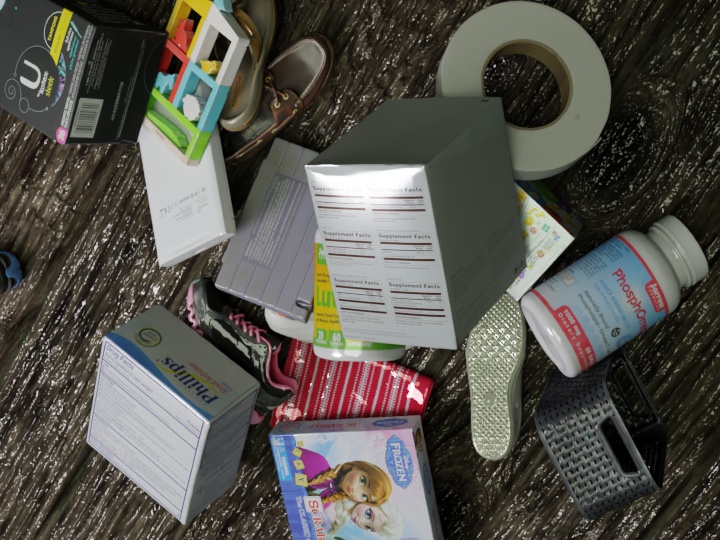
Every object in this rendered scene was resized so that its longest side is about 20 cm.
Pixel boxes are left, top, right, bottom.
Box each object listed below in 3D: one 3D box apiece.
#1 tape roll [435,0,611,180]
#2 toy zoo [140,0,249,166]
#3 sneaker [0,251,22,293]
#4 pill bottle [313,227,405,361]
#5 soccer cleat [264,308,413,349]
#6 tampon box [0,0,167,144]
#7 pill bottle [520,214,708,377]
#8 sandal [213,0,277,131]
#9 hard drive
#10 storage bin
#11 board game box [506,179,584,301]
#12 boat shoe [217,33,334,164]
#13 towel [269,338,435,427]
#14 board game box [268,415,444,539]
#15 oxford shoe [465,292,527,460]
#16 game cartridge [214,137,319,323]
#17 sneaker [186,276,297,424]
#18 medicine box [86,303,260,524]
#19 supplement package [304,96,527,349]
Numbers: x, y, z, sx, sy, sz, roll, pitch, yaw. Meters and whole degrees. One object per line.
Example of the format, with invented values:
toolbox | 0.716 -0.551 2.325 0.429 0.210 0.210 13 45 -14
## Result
tape roll | 0.184 -0.202 1.467 0.200 0.037 0.206 2 76 -9
toy zoo | -0.199 -0.244 1.559 0.131 0.020 0.202 42 116 36
sneaker | -0.554 0.021 1.761 0.197 0.083 0.072 -14 98 19
pill bottle | 0.000 0.000 1.528 0.109 0.111 0.203 2 93 15
soccer cleat | -0.022 0.063 1.633 0.197 0.078 0.070 10 65 -2
tampon box | -0.363 -0.258 1.591 0.199 0.126 0.152 28 109 28
pill bottle | 0.290 0.025 1.482 0.199 0.109 0.109 -33 92 -2
sandal | -0.147 -0.269 1.557 0.080 0.054 0.203 -2 76 37
hard drive | -0.217 -0.121 1.604 0.131 0.026 0.203 -22 74 41
storage bin | 0.278 0.179 1.494 0.093 0.200 0.136 -28 94 19
board game box | 0.151 -0.079 1.525 0.200 0.103 0.105 43 111 3
boat shoe | -0.109 -0.204 1.590 0.070 0.070 0.200 43 109 4
towel | -0.013 0.171 1.672 0.198 0.022 0.146 20 106 11
board game box | -0.003 0.287 1.666 0.197 0.041 0.203 -6 108 21
oxford shoe | 0.169 0.129 1.595 0.074 0.058 0.203 2 88 22
game cartridge | -0.086 -0.051 1.598 0.128 0.038 0.202 20 81 15
sneaker | -0.146 0.091 1.661 0.095 0.079 0.202 -25 98 23
medicine box | -0.239 0.181 1.645 0.181 0.103 0.202 35 131 20
supplement package | 0.064 -0.055 1.382 0.145 0.191 0.202 3 118 31
